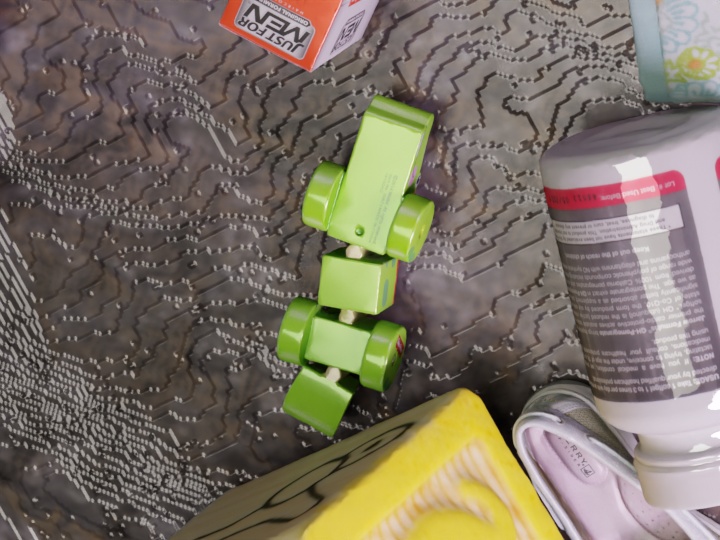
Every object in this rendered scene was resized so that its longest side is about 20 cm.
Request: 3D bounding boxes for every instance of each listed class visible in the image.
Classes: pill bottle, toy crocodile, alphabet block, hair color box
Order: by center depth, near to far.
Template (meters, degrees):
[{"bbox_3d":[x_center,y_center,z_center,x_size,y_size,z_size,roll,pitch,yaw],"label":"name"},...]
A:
[{"bbox_3d":[0.001,-0.213,1.519,0.061,0.102,0.200,27,110,8],"label":"hair color box"},{"bbox_3d":[0.169,0.021,1.526,0.111,0.111,0.200,-10,101,19],"label":"pill bottle"},{"bbox_3d":[-0.007,0.210,1.566,0.200,0.195,0.197,-26,98,39],"label":"alphabet block"},{"bbox_3d":[0.000,0.000,1.605,0.067,0.062,0.200,16,104,13],"label":"toy crocodile"}]

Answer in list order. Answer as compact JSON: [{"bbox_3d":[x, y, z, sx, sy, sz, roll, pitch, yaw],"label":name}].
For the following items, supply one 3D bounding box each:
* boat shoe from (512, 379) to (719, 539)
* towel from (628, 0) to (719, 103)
[{"bbox_3d":[0.156,0.152,1.590,0.074,0.065,0.202,-36,92,22],"label":"boat shoe"},{"bbox_3d":[0.220,-0.173,1.463,0.171,0.048,0.200,2,126,18],"label":"towel"}]
